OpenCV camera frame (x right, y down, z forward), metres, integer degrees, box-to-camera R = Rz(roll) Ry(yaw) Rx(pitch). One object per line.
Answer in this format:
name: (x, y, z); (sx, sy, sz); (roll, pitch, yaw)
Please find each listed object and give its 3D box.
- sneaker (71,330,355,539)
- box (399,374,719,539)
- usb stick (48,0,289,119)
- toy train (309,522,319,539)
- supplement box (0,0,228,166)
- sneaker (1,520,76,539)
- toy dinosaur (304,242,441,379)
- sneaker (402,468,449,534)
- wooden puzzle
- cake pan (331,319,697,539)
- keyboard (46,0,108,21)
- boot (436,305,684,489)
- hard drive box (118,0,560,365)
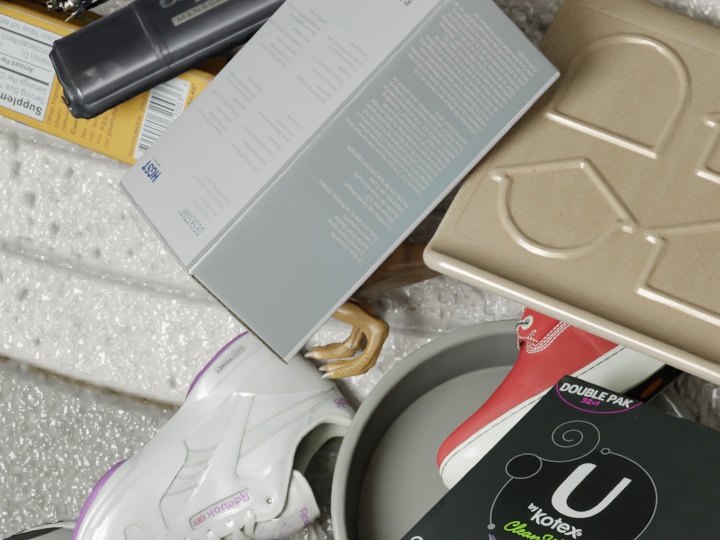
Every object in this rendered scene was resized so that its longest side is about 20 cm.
sneaker: (-0.083, 0.126, 1.443); (0.099, 0.075, 0.200); (37, 79, 15)
box: (0.137, 0.163, 1.210); (0.199, 0.148, 0.125); (19, 138, 37)
usb stick: (-0.074, -0.142, 1.438); (0.199, 0.033, 0.056); (-27, 51, -3)
toy train: (-0.063, 0.212, 1.413); (0.085, 0.115, 0.201); (110, 154, -45)
supplement box: (-0.143, -0.103, 1.501); (0.199, 0.066, 0.069); (23, 104, 23)
sneaker: (-0.142, 0.189, 1.505); (0.199, 0.079, 0.075); (9, 98, 26)
toy dinosaur: (0.000, 0.000, 1.434); (0.198, 0.060, 0.107); (4, 103, 16)
sneaker: (0.044, 0.212, 1.391); (0.074, 0.116, 0.202); (5, 105, -16)
wooden puzzle: (0.152, -0.038, 1.319); (0.184, 0.046, 0.201); (22, 60, 17)
cake pan: (0.084, 0.125, 1.366); (0.198, 0.037, 0.202); (1, 70, -2)
keyboard: (-0.155, -0.194, 1.483); (0.199, 0.040, 0.105); (-19, 100, -4)
boot: (0.089, 0.016, 1.353); (0.199, 0.073, 0.144); (-36, 72, -18)
hard drive box: (-0.016, -0.072, 1.360); (0.200, 0.156, 0.077); (-46, 116, 1)
